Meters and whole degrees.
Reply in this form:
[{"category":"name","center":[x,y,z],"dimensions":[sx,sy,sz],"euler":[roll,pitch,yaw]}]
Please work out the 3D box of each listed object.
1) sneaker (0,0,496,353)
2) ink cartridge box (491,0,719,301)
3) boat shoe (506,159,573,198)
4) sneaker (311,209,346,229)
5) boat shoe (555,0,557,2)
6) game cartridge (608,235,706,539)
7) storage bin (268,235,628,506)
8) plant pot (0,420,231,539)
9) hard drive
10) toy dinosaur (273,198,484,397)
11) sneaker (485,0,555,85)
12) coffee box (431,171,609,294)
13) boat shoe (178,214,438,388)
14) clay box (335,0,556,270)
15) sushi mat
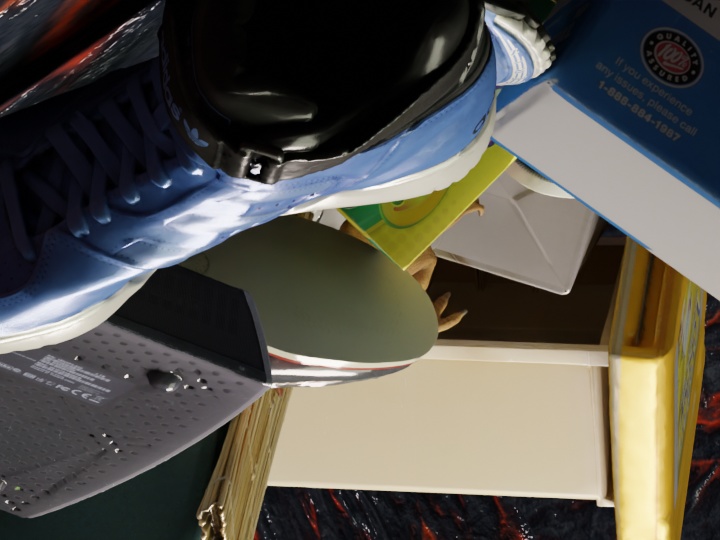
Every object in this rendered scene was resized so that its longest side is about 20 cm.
[{"category":"sneaker","center":[-0.057,-0.041,0.745],"dimensions":[0.200,0.077,0.111],"euler":[-16,160,-3]},{"category":"ink cartridge box","center":[0.160,-0.096,0.935],"dimensions":[0.200,0.145,0.084],"euler":[-58,-173,-16]},{"category":"boat shoe","center":[0.139,-0.092,1.110],"dimensions":[0.201,0.072,0.061],"euler":[-27,152,-32]},{"category":"sneaker","center":[-0.072,-0.035,1.256],"dimensions":[0.081,0.075,0.200],"euler":[2,169,-31]},{"category":"boat shoe","center":[0.109,-0.148,1.167],"dimensions":[0.200,0.071,0.064],"euler":[-35,169,35]},{"category":"game cartridge","center":[0.147,0.041,1.280],"dimensions":[0.032,0.200,0.176],"euler":[3,-132,13]},{"category":"storage bin","center":[0.045,0.027,1.349],"dimensions":[0.200,0.094,0.199],"euler":[1,-151,13]},{"category":"plant pot","center":[-0.118,0.072,1.126],"dimensions":[0.141,0.141,0.200],"euler":[-33,143,-82]},{"category":"hard drive","center":[-0.127,0.032,0.939],"dimensions":[0.200,0.135,0.042],"euler":[-31,-138,54]},{"category":"toy dinosaur","center":[0.000,0.000,1.151],"dimensions":[0.200,0.060,0.106],"euler":[-58,153,-29]},{"category":"sneaker","center":[0.001,-0.072,0.891],"dimensions":[0.089,0.079,0.200],"euler":[-35,180,-13]},{"category":"coffee box","center":[0.080,-0.071,1.296],"dimensions":[0.200,0.114,0.080],"euler":[-49,155,-63]},{"category":"boat shoe","center":[-0.070,0.019,1.031],"dimensions":[0.200,0.071,0.063],"euler":[6,138,-19]},{"category":"clay box","center":[0.029,-0.066,1.070],"dimensions":[0.115,0.048,0.200],"euler":[-45,-164,1]},{"category":"sushi mat","center":[-0.042,0.059,1.117],"dimensions":[0.012,0.096,0.200],"euler":[6,-139,7]}]
